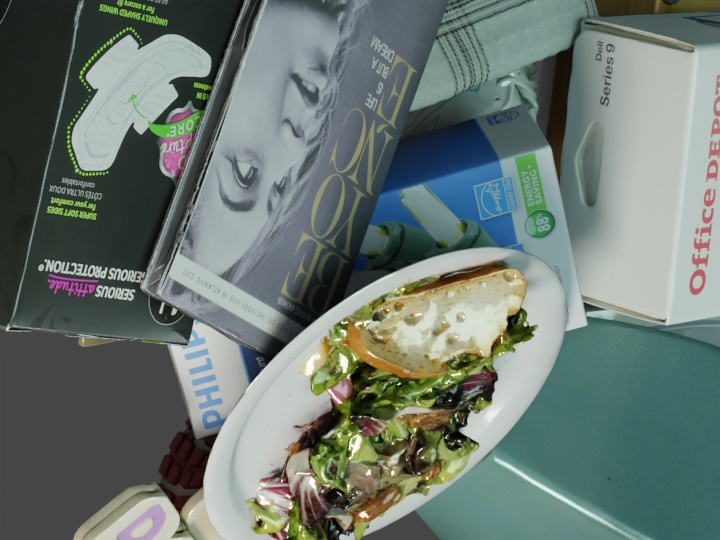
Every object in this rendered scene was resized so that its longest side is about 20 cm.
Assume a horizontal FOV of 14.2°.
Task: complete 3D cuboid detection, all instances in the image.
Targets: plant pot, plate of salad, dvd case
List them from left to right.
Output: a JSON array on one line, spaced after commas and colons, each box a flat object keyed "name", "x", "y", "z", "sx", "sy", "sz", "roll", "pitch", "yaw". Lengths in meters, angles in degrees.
[{"name": "dvd case", "x": -0.024, "y": -0.063, "z": 1.290, "sx": 0.149, "sy": 0.016, "sz": 0.200, "roll": 33, "pitch": 75, "yaw": -60}, {"name": "plate of salad", "x": 0.018, "y": 0.070, "z": 1.352, "sx": 0.200, "sy": 0.048, "sz": 0.200, "roll": -26, "pitch": 146, "yaw": -19}, {"name": "plant pot", "x": 0.139, "y": 0.113, "z": 1.528, "sx": 0.200, "sy": 0.141, "sz": 0.141, "roll": 26, "pitch": 58, "yaw": -19}]

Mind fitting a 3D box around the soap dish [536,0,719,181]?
[{"name": "soap dish", "x": 0.171, "y": -0.088, "z": 1.586, "sx": 0.157, "sy": 0.081, "sz": 0.200, "roll": -2, "pitch": 104, "yaw": -41}]

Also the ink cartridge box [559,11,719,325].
[{"name": "ink cartridge box", "x": 0.200, "y": -0.059, "z": 1.504, "sx": 0.200, "sy": 0.087, "sz": 0.145, "roll": -6, "pitch": 107, "yaw": -41}]

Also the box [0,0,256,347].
[{"name": "box", "x": -0.142, "y": -0.081, "z": 1.253, "sx": 0.124, "sy": 0.148, "sz": 0.200, "roll": 9, "pitch": 95, "yaw": -54}]

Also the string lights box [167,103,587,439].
[{"name": "string lights box", "x": 0.000, "y": 0.000, "z": 1.403, "sx": 0.200, "sy": 0.059, "sz": 0.103, "roll": -17, "pitch": 117, "yaw": -4}]

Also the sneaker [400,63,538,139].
[{"name": "sneaker", "x": 0.065, "y": -0.093, "z": 1.491, "sx": 0.070, "sy": 0.080, "sz": 0.200, "roll": 38, "pitch": 71, "yaw": -39}]

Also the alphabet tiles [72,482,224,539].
[{"name": "alphabet tiles", "x": -0.107, "y": 0.178, "z": 1.394, "sx": 0.196, "sy": 0.015, "sz": 0.200, "roll": -39, "pitch": 145, "yaw": -9}]

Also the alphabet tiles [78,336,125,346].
[{"name": "alphabet tiles", "x": -0.083, "y": -0.053, "z": 1.420, "sx": 0.200, "sy": 0.006, "sz": 0.167, "roll": -10, "pitch": 108, "yaw": -40}]

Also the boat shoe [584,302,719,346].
[{"name": "boat shoe", "x": 0.158, "y": 0.044, "z": 1.616, "sx": 0.201, "sy": 0.070, "sz": 0.072, "roll": -2, "pitch": 99, "yaw": -44}]

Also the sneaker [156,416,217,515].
[{"name": "sneaker", "x": -0.020, "y": 0.087, "z": 1.464, "sx": 0.200, "sy": 0.078, "sz": 0.082, "roll": -38, "pitch": 125, "yaw": -28}]

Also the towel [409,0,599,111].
[{"name": "towel", "x": 0.024, "y": -0.179, "z": 1.414, "sx": 0.200, "sy": 0.035, "sz": 0.193, "roll": -22, "pitch": 93, "yaw": -39}]

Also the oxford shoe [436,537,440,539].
[{"name": "oxford shoe", "x": 0.065, "y": 0.162, "z": 1.578, "sx": 0.075, "sy": 0.058, "sz": 0.200, "roll": 41, "pitch": 56, "yaw": -12}]
